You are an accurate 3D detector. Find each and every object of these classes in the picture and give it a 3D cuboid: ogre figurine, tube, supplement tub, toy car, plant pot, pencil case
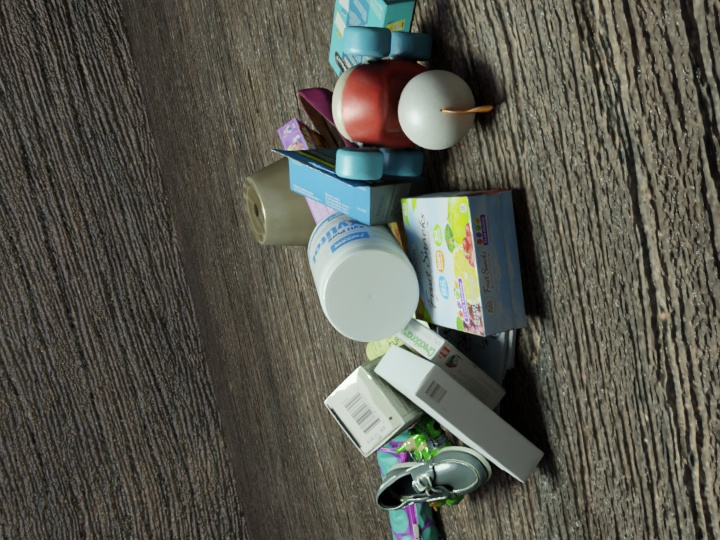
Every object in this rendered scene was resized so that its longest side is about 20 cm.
[{"bbox_3d":[0.120,0.284,1.430,0.120,0.098,0.200,55,147,19],"label":"ogre figurine"},{"bbox_3d":[0.061,0.095,1.550,0.058,0.052,0.200,33,149,-2],"label":"tube"},{"bbox_3d":[0.000,0.000,1.309,0.200,0.131,0.133,-116,18,-70],"label":"supplement tub"},{"bbox_3d":[0.085,-0.201,1.196,0.199,0.176,0.186,13,104,36],"label":"toy car"},{"bbox_3d":[-0.103,-0.122,1.658,0.200,0.172,0.202,167,90,-70],"label":"plant pot"},{"bbox_3d":[0.080,0.371,1.625,0.092,0.084,0.202,-128,27,-80],"label":"pencil case"}]

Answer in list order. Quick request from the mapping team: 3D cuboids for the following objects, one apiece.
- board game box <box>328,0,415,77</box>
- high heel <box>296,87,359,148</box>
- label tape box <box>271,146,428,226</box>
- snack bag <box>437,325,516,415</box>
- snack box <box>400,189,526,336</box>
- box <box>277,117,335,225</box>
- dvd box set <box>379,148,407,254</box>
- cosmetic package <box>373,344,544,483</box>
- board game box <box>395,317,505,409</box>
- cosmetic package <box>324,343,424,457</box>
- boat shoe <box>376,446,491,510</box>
[{"bbox_3d":[0.012,-0.342,1.385,0.201,0.047,0.152,100,149,-49],"label":"board game box"},{"bbox_3d":[-0.048,-0.195,1.491,0.068,0.095,0.202,121,147,-50],"label":"high heel"},{"bbox_3d":[-0.018,-0.117,1.328,0.143,0.199,0.064,26,111,28],"label":"label tape box"},{"bbox_3d":[0.156,0.082,1.323,0.189,0.021,0.202,-130,33,-51],"label":"snack bag"},{"bbox_3d":[0.126,-0.014,1.223,0.200,0.067,0.171,-172,73,-70],"label":"snack box"},{"bbox_3d":[-0.047,-0.127,1.492,0.137,0.039,0.201,24,-142,-59],"label":"box"},{"bbox_3d":[0.037,-0.086,1.513,0.146,0.029,0.202,170,86,-70],"label":"dvd box set"},{"bbox_3d":[0.125,0.184,1.258,0.200,0.052,0.151,40,171,-18],"label":"cosmetic package"},{"bbox_3d":[0.101,0.109,1.308,0.126,0.035,0.200,40,177,-27],"label":"board game box"},{"bbox_3d":[0.047,0.178,1.384,0.087,0.200,0.104,-45,76,25],"label":"cosmetic package"},{"bbox_3d":[0.097,0.296,1.334,0.199,0.062,0.073,-24,100,46],"label":"boat shoe"}]
